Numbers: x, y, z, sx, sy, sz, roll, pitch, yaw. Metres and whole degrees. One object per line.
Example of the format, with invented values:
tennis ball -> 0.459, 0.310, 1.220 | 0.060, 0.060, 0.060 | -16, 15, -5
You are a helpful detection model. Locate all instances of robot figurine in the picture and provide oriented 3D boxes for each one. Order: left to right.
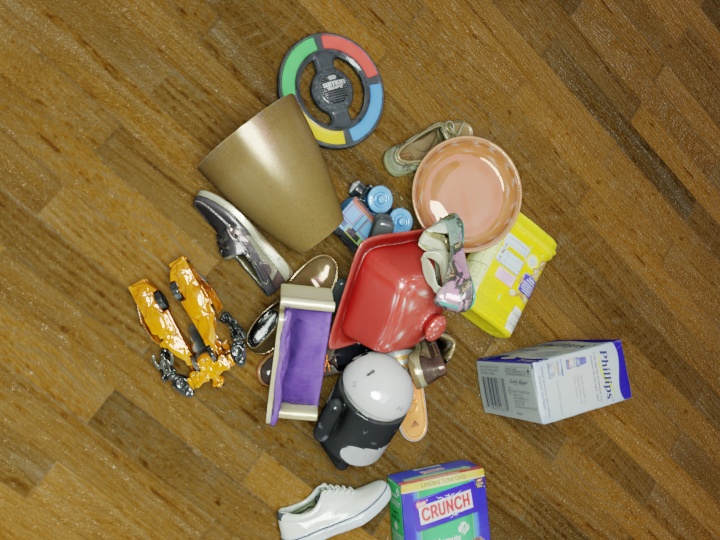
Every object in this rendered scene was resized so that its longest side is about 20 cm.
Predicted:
robot figurine -> -0.260, 0.089, 0.941 | 0.143, 0.058, 0.203 | -28, 96, -4
robot figurine -> 0.004, 0.222, 0.975 | 0.123, 0.151, 0.202 | 26, 120, -1

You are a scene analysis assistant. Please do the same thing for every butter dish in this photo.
butter dish -> 0.072, 0.054, 0.955 | 0.198, 0.147, 0.203 | -10, 126, -46

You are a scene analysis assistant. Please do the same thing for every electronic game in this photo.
electronic game -> -0.049, -0.313, 1.071 | 0.196, 0.041, 0.205 | 2, 85, -20

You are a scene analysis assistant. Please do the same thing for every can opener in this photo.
can opener -> 0.000, 0.000, 1.008 | 0.065, 0.053, 0.203 | 19, 113, -12

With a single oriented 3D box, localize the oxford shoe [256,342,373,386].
oxford shoe -> -0.073, 0.145, 1.010 | 0.196, 0.072, 0.073 | -16, 94, -21

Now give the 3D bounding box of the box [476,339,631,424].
box -> 0.343, 0.194, 1.109 | 0.196, 0.183, 0.108 | -9, 87, -22

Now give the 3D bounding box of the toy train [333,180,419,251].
toy train -> 0.038, -0.059, 1.066 | 0.200, 0.087, 0.115 | 45, 82, -15

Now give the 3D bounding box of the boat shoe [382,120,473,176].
boat shoe -> 0.135, -0.226, 1.124 | 0.197, 0.062, 0.074 | -28, 95, -21

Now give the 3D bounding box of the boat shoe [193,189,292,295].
boat shoe -> -0.195, -0.042, 0.980 | 0.200, 0.072, 0.065 | 46, 67, -18

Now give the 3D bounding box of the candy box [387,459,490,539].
candy box -> 0.139, 0.450, 1.067 | 0.165, 0.077, 0.205 | -4, 86, -21

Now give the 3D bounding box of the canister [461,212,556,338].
canister -> 0.260, 0.004, 1.144 | 0.147, 0.086, 0.202 | 34, 76, -15

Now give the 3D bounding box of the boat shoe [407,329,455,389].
boat shoe -> 0.127, 0.135, 1.027 | 0.071, 0.200, 0.073 | -21, 95, 16

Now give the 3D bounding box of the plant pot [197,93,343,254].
plant pot -> -0.118, -0.134, 0.956 | 0.186, 0.186, 0.201 | -42, 102, -18

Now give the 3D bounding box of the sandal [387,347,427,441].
sandal -> 0.088, 0.197, 1.076 | 0.078, 0.059, 0.211 | -15, 91, -21

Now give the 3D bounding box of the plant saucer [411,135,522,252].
plant saucer -> 0.187, -0.134, 1.092 | 0.195, 0.037, 0.205 | 0, 90, -3

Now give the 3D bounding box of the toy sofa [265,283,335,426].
toy sofa -> -0.090, 0.130, 0.913 | 0.081, 0.098, 0.204 | 6, 112, -9

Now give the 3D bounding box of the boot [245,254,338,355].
boot -> -0.107, 0.054, 0.982 | 0.073, 0.076, 0.201 | 41, 82, 7

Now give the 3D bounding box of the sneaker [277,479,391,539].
sneaker -> -0.041, 0.384, 1.004 | 0.197, 0.073, 0.072 | -20, 98, -20

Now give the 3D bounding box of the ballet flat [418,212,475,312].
ballet flat -> 0.122, -0.022, 0.907 | 0.070, 0.070, 0.202 | 12, 43, -12
